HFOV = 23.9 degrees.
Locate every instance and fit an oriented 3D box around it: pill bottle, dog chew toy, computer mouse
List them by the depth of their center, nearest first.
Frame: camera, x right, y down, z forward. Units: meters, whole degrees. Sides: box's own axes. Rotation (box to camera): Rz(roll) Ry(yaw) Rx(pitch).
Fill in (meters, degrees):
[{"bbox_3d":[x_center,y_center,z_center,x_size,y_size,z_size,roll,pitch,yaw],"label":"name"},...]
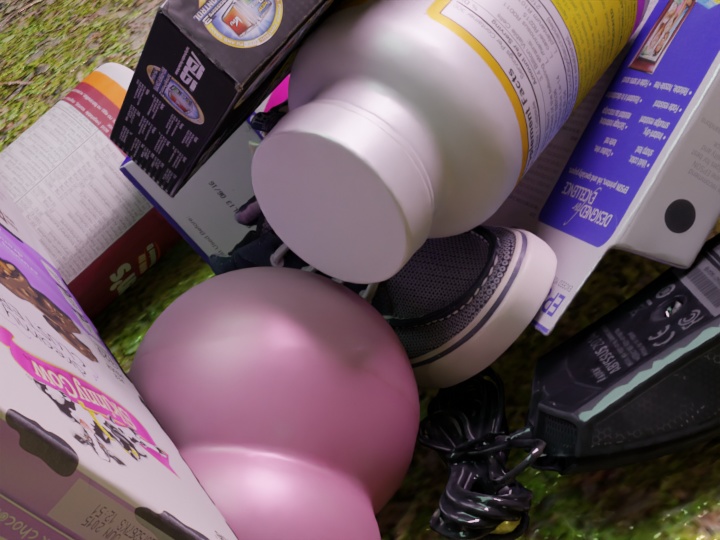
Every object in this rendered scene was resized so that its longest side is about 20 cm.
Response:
[{"bbox_3d":[-0.042,0.101,0.677,0.124,0.124,0.202,-13,54,30],"label":"dog chew toy"},{"bbox_3d":[0.119,0.044,0.680,0.199,0.053,0.139,-33,14,10],"label":"computer mouse"},{"bbox_3d":[0.038,-0.084,0.708,0.104,0.105,0.200,-2,36,42],"label":"pill bottle"},{"bbox_3d":[-0.184,-0.019,0.995,0.200,0.110,0.109,-44,31,-12],"label":"pill bottle"}]

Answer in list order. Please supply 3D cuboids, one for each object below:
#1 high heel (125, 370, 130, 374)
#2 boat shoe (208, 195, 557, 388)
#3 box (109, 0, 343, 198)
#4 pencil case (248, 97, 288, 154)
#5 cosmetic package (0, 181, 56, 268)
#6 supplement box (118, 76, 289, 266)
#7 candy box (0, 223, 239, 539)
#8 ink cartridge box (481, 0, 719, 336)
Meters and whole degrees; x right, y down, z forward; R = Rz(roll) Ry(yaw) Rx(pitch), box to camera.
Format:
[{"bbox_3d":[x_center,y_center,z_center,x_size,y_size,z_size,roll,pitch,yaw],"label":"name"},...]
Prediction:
[{"bbox_3d":[-0.140,0.067,0.757,0.067,0.198,0.097,123,143,-53],"label":"high heel"},{"bbox_3d":[0.000,0.000,0.760,0.200,0.092,0.075,-16,43,61],"label":"boat shoe"},{"bbox_3d":[-0.031,-0.120,0.725,0.160,0.044,0.200,-49,4,-17],"label":"box"},{"bbox_3d":[0.031,-0.114,0.856,0.089,0.078,0.200,28,68,30],"label":"pencil case"},{"bbox_3d":[-0.296,-0.018,0.868,0.199,0.167,0.167,-37,67,0],"label":"cosmetic package"},{"bbox_3d":[-0.033,-0.102,0.970,0.103,0.101,0.201,-24,28,41],"label":"supplement box"},{"bbox_3d":[-0.139,0.040,0.590,0.071,0.168,0.200,-42,49,1],"label":"candy box"},{"bbox_3d":[0.121,-0.064,0.768,0.201,0.043,0.198,-58,14,2],"label":"ink cartridge box"}]
